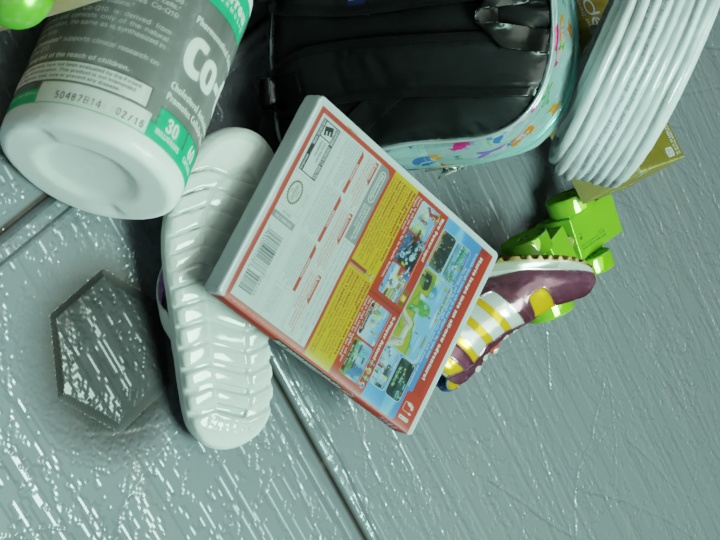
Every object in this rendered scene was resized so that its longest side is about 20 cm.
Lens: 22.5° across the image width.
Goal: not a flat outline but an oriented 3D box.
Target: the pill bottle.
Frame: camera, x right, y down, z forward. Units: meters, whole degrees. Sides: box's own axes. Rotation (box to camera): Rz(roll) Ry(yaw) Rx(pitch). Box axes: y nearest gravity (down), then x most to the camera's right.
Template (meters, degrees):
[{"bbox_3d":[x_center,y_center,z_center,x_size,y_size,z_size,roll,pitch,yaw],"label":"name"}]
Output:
[{"bbox_3d":[-0.131,-0.141,1.089,0.113,0.113,0.200,37,59,-37],"label":"pill bottle"}]

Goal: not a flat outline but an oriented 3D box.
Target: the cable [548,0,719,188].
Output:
[{"bbox_3d":[0.194,-0.150,1.262,0.069,0.200,0.200,24,69,1],"label":"cable"}]

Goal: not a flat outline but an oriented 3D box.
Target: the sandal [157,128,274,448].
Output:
[{"bbox_3d":[-0.096,0.011,1.147,0.082,0.050,0.203,0,96,-32],"label":"sandal"}]

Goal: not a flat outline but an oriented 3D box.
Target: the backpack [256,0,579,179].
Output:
[{"bbox_3d":[0.048,-0.153,1.221,0.151,0.200,0.178,14,72,-65],"label":"backpack"}]

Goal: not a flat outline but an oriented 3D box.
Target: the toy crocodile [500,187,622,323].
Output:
[{"bbox_3d":[0.146,-0.012,1.410,0.200,0.062,0.068,-39,111,-48],"label":"toy crocodile"}]

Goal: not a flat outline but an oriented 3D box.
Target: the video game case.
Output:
[{"bbox_3d":[0.000,0.000,1.169,0.200,0.017,0.143,39,71,-39],"label":"video game case"}]

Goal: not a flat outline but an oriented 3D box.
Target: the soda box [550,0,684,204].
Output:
[{"bbox_3d":[0.170,-0.159,1.411,0.068,0.064,0.200,-20,82,-47],"label":"soda box"}]

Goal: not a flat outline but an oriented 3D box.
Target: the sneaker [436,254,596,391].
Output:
[{"bbox_3d":[0.077,0.038,1.286,0.200,0.075,0.090,-7,91,-18],"label":"sneaker"}]

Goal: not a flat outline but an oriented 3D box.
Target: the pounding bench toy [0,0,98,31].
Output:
[{"bbox_3d":[-0.198,-0.205,1.019,0.200,0.124,0.156,10,77,-46],"label":"pounding bench toy"}]
